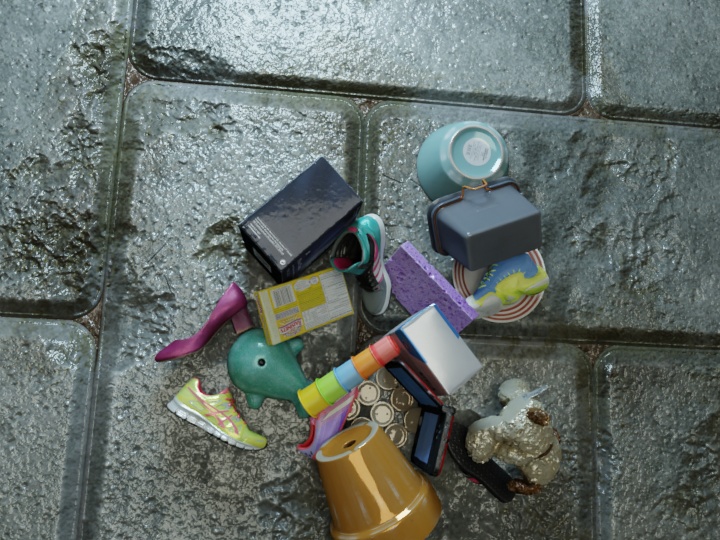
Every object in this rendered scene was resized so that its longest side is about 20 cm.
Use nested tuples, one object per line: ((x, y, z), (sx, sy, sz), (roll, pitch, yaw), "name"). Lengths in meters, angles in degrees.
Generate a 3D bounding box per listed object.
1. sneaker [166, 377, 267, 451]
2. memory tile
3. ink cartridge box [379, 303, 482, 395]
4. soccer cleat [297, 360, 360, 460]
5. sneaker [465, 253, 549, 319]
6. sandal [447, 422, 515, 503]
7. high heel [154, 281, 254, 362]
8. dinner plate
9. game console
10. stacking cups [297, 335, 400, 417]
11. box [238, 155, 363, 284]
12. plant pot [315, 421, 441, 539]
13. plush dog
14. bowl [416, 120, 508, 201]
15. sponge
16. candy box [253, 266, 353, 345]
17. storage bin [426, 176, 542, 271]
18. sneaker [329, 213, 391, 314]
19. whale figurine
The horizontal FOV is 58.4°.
((-0.255, 0.269, 1.204), (0.200, 0.078, 0.091), (30, 72, -3), "sneaker")
((0.022, 0.297, 1.262), (0.200, 0.017, 0.154), (-34, 86, -11), "memory tile")
((0.125, 0.154, 1.204), (0.084, 0.200, 0.146), (-37, 87, -13), "ink cartridge box")
((-0.055, 0.260, 1.216), (0.076, 0.067, 0.201), (20, 83, -13), "soccer cleat")
((0.271, 0.024, 1.294), (0.199, 0.076, 0.105), (-19, 65, -9), "sneaker")
((0.222, 0.379, 1.252), (0.200, 0.045, 0.075), (47, 50, -11), "sandal")
((-0.308, 0.101, 1.228), (0.199, 0.067, 0.096), (-24, 94, -25), "high heel")
((0.286, 0.009, 1.336), (0.199, 0.024, 0.201), (1, 81, -7), "dinner plate")
((0.088, 0.262, 1.165), (0.118, 0.200, 0.173), (16, 80, -3), "game console")
((-0.019, 0.187, 1.172), (0.200, 0.061, 0.061), (-36, 86, 4), "stacking cups")
((-0.111, -0.084, 1.214), (0.198, 0.200, 0.123), (-43, 87, -11), "box")
((0.015, 0.379, 1.136), (0.200, 0.200, 0.184), (-28, 97, -10), "plant pot")
((0.322, 0.323, 1.217), (0.200, 0.160, 0.172), (-44, 111, -32), "plush dog")
((0.223, -0.226, 1.326), (0.200, 0.105, 0.202), (1, 81, -6), "bowl")
((0.128, 0.048, 1.263), (0.200, 0.112, 0.030), (47, 45, 6), "sponge")
((-0.103, 0.062, 1.223), (0.200, 0.026, 0.103), (-18, 99, -40), "candy box")
((0.248, -0.090, 1.239), (0.199, 0.134, 0.146), (-19, 121, -11), "storage bin")
((0.000, 0.000, 1.230), (0.121, 0.083, 0.201), (-22, 110, -51), "sneaker")
((-0.157, 0.195, 1.213), (0.200, 0.104, 0.159), (39, 78, -2), "whale figurine")
